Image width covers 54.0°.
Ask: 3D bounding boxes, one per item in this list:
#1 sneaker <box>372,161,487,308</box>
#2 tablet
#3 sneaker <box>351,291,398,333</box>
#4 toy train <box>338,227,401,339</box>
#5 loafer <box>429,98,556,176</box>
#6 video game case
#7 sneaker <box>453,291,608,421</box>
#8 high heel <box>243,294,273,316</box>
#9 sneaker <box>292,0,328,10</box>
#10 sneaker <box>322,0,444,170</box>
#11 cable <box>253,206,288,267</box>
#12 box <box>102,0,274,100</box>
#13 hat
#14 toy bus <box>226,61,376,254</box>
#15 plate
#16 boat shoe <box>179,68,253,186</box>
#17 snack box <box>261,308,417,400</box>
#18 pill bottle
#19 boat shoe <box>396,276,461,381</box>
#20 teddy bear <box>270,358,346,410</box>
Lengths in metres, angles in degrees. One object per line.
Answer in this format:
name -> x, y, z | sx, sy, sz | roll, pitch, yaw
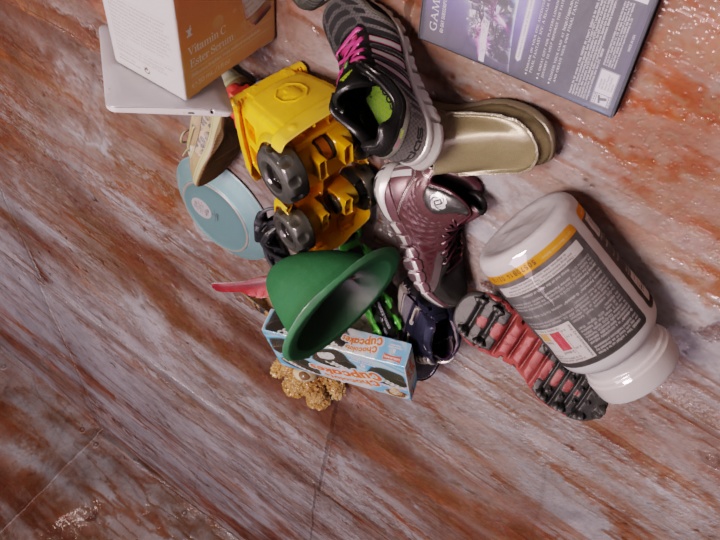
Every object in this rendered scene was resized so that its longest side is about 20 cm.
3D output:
sneaker -> 0.102, -0.039, 0.798 | 0.115, 0.076, 0.201 | -7, 127, 40
tablet -> -0.221, -0.228, 0.790 | 0.201, 0.129, 0.014 | -114, 30, -44
sneaker -> 0.001, 0.094, 1.028 | 0.075, 0.100, 0.201 | 31, 144, 20
toy train -> 0.000, 0.000, 0.930 | 0.056, 0.041, 0.202 | 150, 96, -79
loafer -> 0.097, -0.127, 0.706 | 0.199, 0.067, 0.076 | 12, 137, 38
video game case -> 0.143, -0.226, 0.591 | 0.199, 0.019, 0.144 | 30, 145, 20
sneaker -> 0.203, 0.093, 0.820 | 0.200, 0.098, 0.071 | 38, 108, 17
high heel -> -0.107, 0.058, 1.040 | 0.141, 0.072, 0.200 | 21, 179, -14
sneaker -> -0.048, -0.311, 0.624 | 0.066, 0.090, 0.200 | 43, 147, 9
sneaker -> 0.005, -0.185, 0.665 | 0.074, 0.087, 0.201 | -37, 70, 40
cable -> -0.082, -0.019, 1.021 | 0.162, 0.051, 0.200 | 33, 160, 4
box -> -0.172, -0.306, 0.706 | 0.106, 0.152, 0.201 | 31, 146, 17
hat -> -0.082, -0.009, 0.820 | 0.176, 0.200, 0.166 | 46, 179, 19
toy bus -> -0.083, -0.139, 0.837 | 0.192, 0.135, 0.201 | 39, 152, 30
plate -> -0.224, -0.090, 1.121 | 0.199, 0.026, 0.201 | 27, 145, 21
boat shoe -> -0.195, -0.193, 0.941 | 0.063, 0.073, 0.200 | 43, 137, 9
snack box -> -0.025, 0.114, 0.950 | 0.198, 0.037, 0.117 | 13, 152, 16
pill bottle -> 0.221, 0.030, 0.710 | 0.200, 0.116, 0.116 | 49, 146, -9
boat shoe -> 0.089, 0.103, 0.938 | 0.093, 0.074, 0.201 | -117, 13, -45
teddy bear -> -0.099, 0.198, 1.278 | 0.145, 0.067, 0.200 | 40, 148, -1
